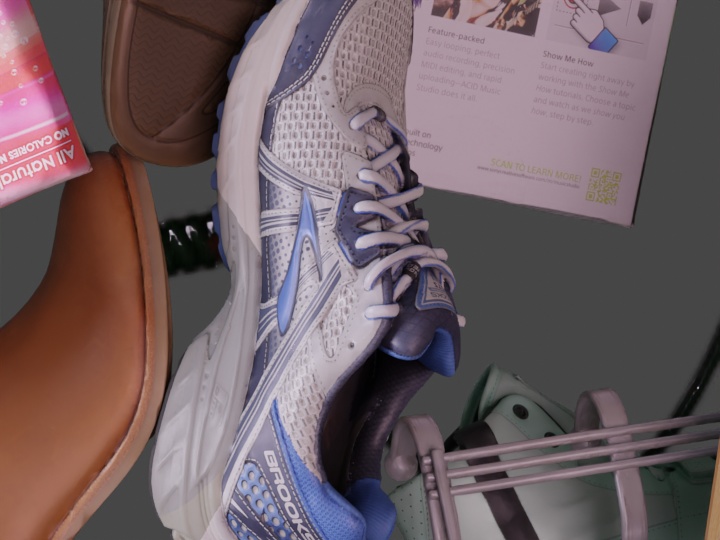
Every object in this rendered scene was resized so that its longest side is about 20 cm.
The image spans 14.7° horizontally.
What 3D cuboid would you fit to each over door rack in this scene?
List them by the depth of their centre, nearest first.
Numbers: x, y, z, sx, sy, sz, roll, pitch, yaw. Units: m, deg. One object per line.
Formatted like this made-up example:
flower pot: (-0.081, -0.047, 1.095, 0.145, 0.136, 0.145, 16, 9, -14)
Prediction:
over door rack: (0.098, 0.135, 0.898, 0.147, 0.067, 0.201, -8, 63, -16)

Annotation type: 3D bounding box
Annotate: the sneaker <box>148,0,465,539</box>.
sneaker: (0.000, 0.000, 0.891, 0.077, 0.085, 0.201, 10, 89, -54)

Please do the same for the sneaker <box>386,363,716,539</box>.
sneaker: (0.103, 0.068, 0.993, 0.200, 0.074, 0.119, -29, 84, -27)

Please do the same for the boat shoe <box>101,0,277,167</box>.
boat shoe: (-0.050, -0.134, 0.921, 0.072, 0.065, 0.201, 10, 93, -32)

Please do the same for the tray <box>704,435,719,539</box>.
tray: (0.167, 0.031, 0.876, 0.098, 0.037, 0.201, 11, 79, -7)

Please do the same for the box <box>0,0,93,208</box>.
box: (-0.198, -0.042, 0.866, 0.199, 0.095, 0.103, -23, 104, -14)

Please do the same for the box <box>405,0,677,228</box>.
box: (0.046, -0.126, 0.968, 0.144, 0.036, 0.201, 11, 95, -19)

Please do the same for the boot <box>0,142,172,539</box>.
boot: (-0.143, 0.052, 0.918, 0.154, 0.077, 0.201, 5, 93, -7)
